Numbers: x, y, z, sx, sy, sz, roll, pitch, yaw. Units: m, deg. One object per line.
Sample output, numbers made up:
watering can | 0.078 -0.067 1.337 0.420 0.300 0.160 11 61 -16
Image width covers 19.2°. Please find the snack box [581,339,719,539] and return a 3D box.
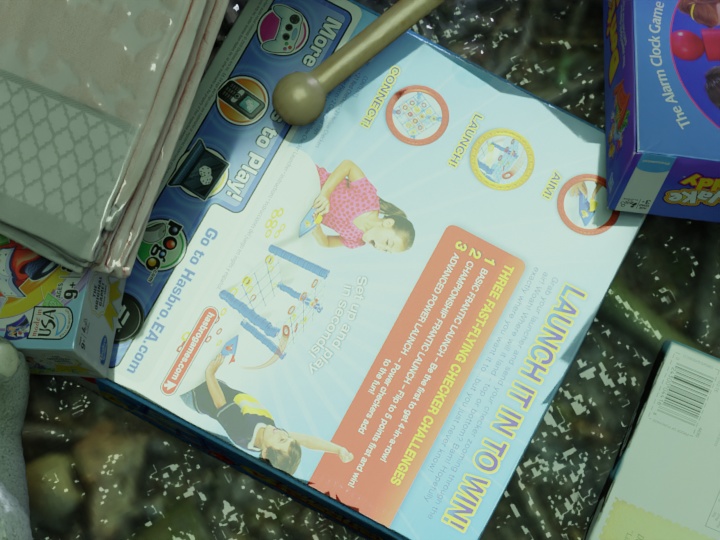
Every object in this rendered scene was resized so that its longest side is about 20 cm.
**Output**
snack box | 0.141 0.142 0.869 0.116 0.037 0.200 23 89 4

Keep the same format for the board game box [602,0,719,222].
board game box | 0.175 -0.113 0.920 0.134 0.045 0.200 7 59 -7

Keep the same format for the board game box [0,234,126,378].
board game box | -0.154 -0.056 0.895 0.134 0.034 0.200 1 68 19

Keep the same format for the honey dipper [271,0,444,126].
honey dipper | 0.044 -0.126 0.896 0.200 0.038 0.038 -40 81 -4

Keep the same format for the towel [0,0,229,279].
towel | -0.145 -0.117 0.845 0.200 0.032 0.191 23 97 25

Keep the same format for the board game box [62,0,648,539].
board game box | 0.000 0.000 0.910 0.196 0.056 0.200 28 76 4

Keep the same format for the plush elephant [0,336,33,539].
plush elephant | -0.208 0.141 0.802 0.165 0.155 0.200 -15 89 30
